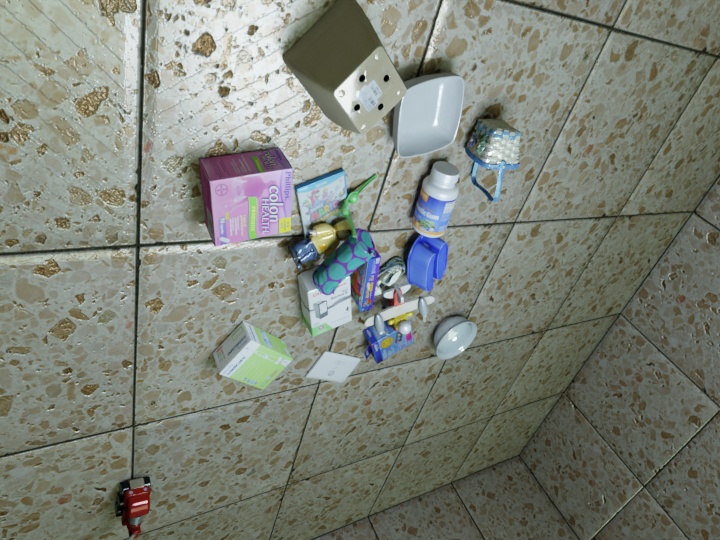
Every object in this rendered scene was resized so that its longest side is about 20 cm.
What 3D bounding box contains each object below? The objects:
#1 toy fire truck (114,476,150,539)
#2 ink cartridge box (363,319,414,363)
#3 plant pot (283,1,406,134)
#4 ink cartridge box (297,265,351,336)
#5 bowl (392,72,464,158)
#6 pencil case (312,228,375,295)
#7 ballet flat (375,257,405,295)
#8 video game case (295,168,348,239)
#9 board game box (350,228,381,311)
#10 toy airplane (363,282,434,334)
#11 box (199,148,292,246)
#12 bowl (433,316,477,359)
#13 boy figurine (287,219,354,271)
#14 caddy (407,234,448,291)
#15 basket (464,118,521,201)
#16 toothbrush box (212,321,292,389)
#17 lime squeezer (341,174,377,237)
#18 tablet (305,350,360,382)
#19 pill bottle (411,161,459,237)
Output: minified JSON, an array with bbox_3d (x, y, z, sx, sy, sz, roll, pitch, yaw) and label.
[{"bbox_3d":[-0.758,0.823,1.743,0.125,0.202,0.179,2,128,-36],"label":"toy fire truck"},{"bbox_3d":[0.092,0.249,1.926,0.196,0.077,0.138,-28,139,-9],"label":"ink cartridge box"},{"bbox_3d":[-0.013,-0.420,1.132,0.199,0.178,0.199,-42,140,6],"label":"plant pot"},{"bbox_3d":[-0.107,0.086,1.614,0.142,0.085,0.204,-21,138,-18],"label":"ink cartridge box"},{"bbox_3d":[0.165,-0.408,1.355,0.194,0.075,0.204,-18,137,-21],"label":"bowl"},{"bbox_3d":[-0.043,-0.019,1.449,0.091,0.087,0.199,30,122,-36],"label":"pencil case"},{"bbox_3d":[0.064,0.036,1.707,0.199,0.075,0.074,-41,140,4],"label":"ballet flat"},{"bbox_3d":[-0.098,-0.167,1.433,0.140,0.018,0.204,-23,138,-16],"label":"video game case"},{"bbox_3d":[0.000,0.000,1.573,0.044,0.135,0.204,-14,135,-23],"label":"board game box"},{"bbox_3d":[0.132,0.139,1.753,0.199,0.144,0.196,-40,147,28],"label":"toy airplane"},{"bbox_3d":[-0.266,-0.173,1.242,0.194,0.097,0.180,-15,135,-26],"label":"box"},{"bbox_3d":[0.364,0.253,2.116,0.196,0.091,0.205,-21,138,-20],"label":"bowl"},{"bbox_3d":[-0.100,-0.074,1.458,0.195,0.065,0.126,-27,136,-8],"label":"boy figurine"},{"bbox_3d":[0.211,-0.033,1.726,0.141,0.103,0.204,-42,147,-32],"label":"caddy"},{"bbox_3d":[0.375,-0.324,1.522,0.134,0.178,0.206,-5,119,-13],"label":"basket"},{"bbox_3d":[-0.328,0.265,1.620,0.145,0.087,0.199,-44,141,9],"label":"toothbrush box"},{"bbox_3d":[-0.015,-0.183,1.423,0.038,0.069,0.205,45,55,-43],"label":"lime squeezer"},{"bbox_3d":[-0.098,0.358,1.936,0.197,0.014,0.131,21,114,-45],"label":"tablet"},{"bbox_3d":[0.225,-0.211,1.557,0.109,0.113,0.204,-11,133,-27],"label":"pill bottle"}]
